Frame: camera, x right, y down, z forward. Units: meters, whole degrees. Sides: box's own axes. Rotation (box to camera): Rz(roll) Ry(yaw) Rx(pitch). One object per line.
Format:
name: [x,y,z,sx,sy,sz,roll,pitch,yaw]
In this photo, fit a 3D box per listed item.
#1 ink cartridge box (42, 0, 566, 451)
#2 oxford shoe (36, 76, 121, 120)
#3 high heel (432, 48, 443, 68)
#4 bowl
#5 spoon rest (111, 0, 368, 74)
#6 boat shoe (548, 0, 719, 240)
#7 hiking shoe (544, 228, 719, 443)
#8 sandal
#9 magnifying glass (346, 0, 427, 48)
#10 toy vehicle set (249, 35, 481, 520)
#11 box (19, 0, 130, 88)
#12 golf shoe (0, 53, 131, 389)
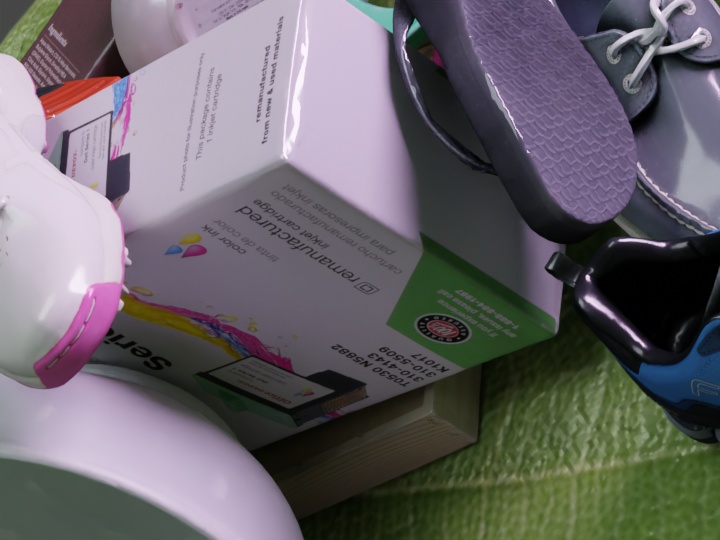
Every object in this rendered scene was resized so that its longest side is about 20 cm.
ink cartridge box: [-0.042,-0.010,0.966,0.199,0.144,0.084,-23,48,40]
oxford shoe: [-0.077,-0.042,1.072,0.199,0.073,0.071,3,24,41]
high heel: [0.070,-0.153,1.056,0.096,0.068,0.200,19,64,45]
bowl: [-0.100,0.100,0.972,0.200,0.201,0.091,-23,34,40]
spoon rest: [-0.016,-0.138,1.126,0.199,0.100,0.061,-29,7,1]
boat shoe: [0.097,-0.081,0.922,0.073,0.062,0.201,-29,59,1]
hiking shoe: [0.149,0.025,0.801,0.199,0.086,0.075,-5,61,50]
sandal: [0.039,-0.084,0.905,0.043,0.076,0.201,-47,51,29]
magnifying glass: [-0.008,-0.090,1.075,0.079,0.022,0.201,26,94,20]
toy vehicle set: [0.000,0.000,1.061,0.124,0.026,0.201,-26,45,38]
box: [-0.133,-0.034,1.192,0.201,0.100,0.075,-55,34,6]
golf shoe: [-0.147,-0.029,0.907,0.075,0.091,0.200,-52,38,10]
